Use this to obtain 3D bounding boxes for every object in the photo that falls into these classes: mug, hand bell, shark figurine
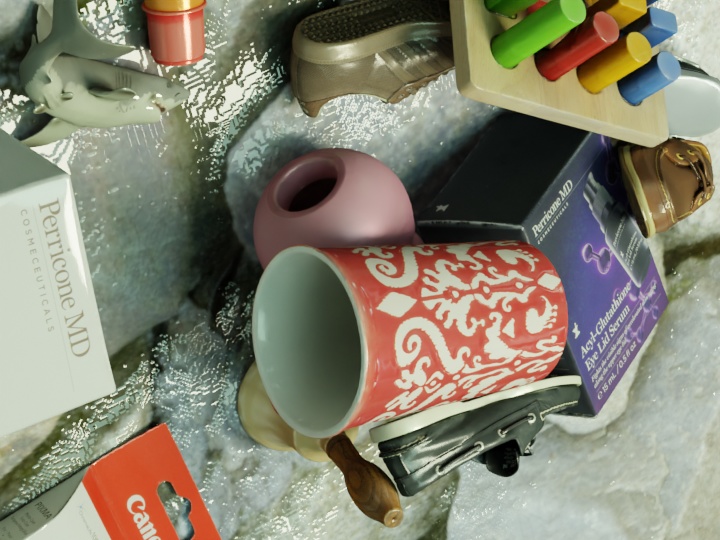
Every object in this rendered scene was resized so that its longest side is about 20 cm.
[{"bbox_3d":[0.028,0.039,1.422,0.199,0.177,0.134,-7,94,-36],"label":"mug"},{"bbox_3d":[-0.012,0.139,1.498,0.104,0.200,0.105,-11,118,-21],"label":"hand bell"},{"bbox_3d":[-0.205,-0.150,1.344,0.128,0.214,0.090,-16,77,5],"label":"shark figurine"}]

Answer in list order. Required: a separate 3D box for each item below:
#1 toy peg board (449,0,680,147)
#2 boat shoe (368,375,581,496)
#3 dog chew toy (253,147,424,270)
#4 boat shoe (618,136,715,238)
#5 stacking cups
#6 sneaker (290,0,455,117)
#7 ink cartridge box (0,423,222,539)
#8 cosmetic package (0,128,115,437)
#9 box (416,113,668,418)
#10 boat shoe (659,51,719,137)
[{"bbox_3d":[0.172,-0.220,1.488,0.198,0.098,0.201,11,65,-33],"label":"toy peg board"},{"bbox_3d":[0.096,0.126,1.481,0.199,0.074,0.066,-11,82,-43],"label":"boat shoe"},{"bbox_3d":[0.000,0.000,1.516,0.124,0.124,0.200,-43,131,-11],"label":"dog chew toy"},{"bbox_3d":[0.248,-0.076,1.576,0.067,0.200,0.072,-16,98,14],"label":"boat shoe"},{"bbox_3d":[-0.138,-0.243,1.375,0.060,0.060,0.201,-13,115,-27],"label":"stacking cups"},{"bbox_3d":[0.034,-0.171,1.514,0.199,0.071,0.076,-12,133,-24],"label":"sneaker"},{"bbox_3d":[-0.199,0.236,1.520,0.199,0.047,0.161,-31,121,-16],"label":"ink cartridge box"},{"bbox_3d":[-0.298,0.017,1.306,0.199,0.166,0.168,-21,117,-25],"label":"cosmetic package"},{"bbox_3d":[0.150,-0.005,1.584,0.148,0.104,0.201,-52,131,-36],"label":"box"},{"bbox_3d":[0.203,-0.162,1.608,0.198,0.068,0.074,6,117,-9],"label":"boat shoe"}]
